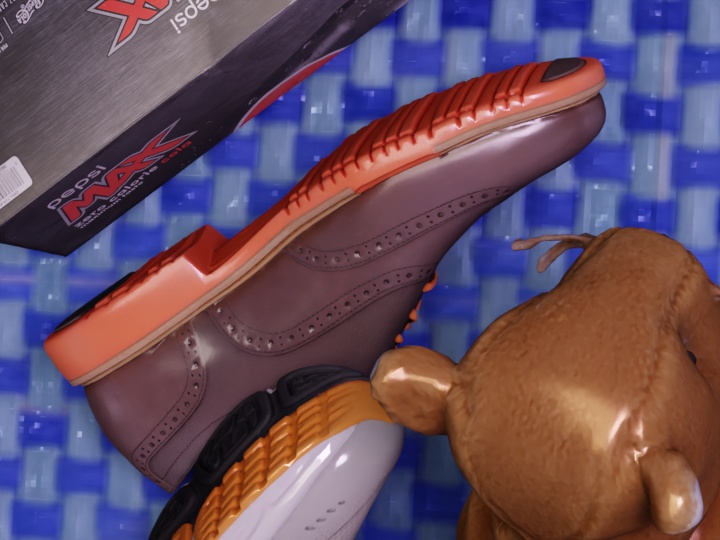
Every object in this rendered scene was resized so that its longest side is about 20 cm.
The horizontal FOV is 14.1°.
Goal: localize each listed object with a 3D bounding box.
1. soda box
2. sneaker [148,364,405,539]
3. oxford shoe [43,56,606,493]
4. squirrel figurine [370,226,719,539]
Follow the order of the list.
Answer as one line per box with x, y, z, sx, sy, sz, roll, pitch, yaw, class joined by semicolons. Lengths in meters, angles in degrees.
-0.046;-0.087;0.916;0.200;0.071;0.063;-35;75;13;soda box
-0.031;0.117;0.891;0.092;0.076;0.200;30;117;-12;sneaker
0.000;0.000;0.906;0.200;0.071;0.073;-30;97;20;oxford shoe
0.059;0.085;0.787;0.141;0.187;0.200;29;77;20;squirrel figurine
